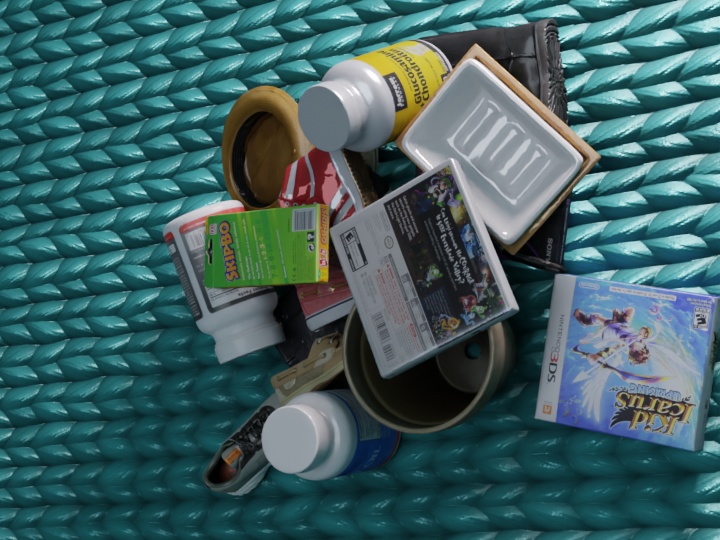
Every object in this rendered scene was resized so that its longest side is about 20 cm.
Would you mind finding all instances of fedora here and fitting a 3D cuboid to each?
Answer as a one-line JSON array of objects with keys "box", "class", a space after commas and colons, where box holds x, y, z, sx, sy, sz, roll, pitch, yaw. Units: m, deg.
[{"box": [-0.107, -0.153, 1.728, 0.201, 0.082, 0.201, 12, 107, 46], "class": "fedora"}]

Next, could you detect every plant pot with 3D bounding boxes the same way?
[{"box": [0.104, 0.097, 1.562, 0.200, 0.174, 0.200, -3, 85, 28], "class": "plant pot"}]

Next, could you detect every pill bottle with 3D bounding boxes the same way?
[{"box": [-0.039, 0.208, 1.623, 0.112, 0.200, 0.112, -1, 88, 29], "class": "pill bottle"}, {"box": [-0.179, 0.017, 1.709, 0.116, 0.116, 0.200, -22, 87, 26], "class": "pill bottle"}, {"box": [0.019, -0.209, 1.559, 0.112, 0.200, 0.112, 19, 121, 34], "class": "pill bottle"}]

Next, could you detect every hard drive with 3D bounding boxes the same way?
[{"box": [-0.030, 0.058, 1.717, 0.200, 0.038, 0.140, -43, 69, 21], "class": "hard drive"}]

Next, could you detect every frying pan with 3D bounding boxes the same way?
[{"box": [0.148, -0.037, 1.542, 0.190, 0.115, 0.031, 4, 69, 22], "class": "frying pan"}]

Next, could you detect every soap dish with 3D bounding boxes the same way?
[{"box": [0.163, -0.143, 1.505, 0.200, 0.081, 0.157, 45, 114, 11], "class": "soap dish"}]

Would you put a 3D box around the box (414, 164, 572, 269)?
[{"box": [0.162, -0.089, 1.586, 0.200, 0.036, 0.143, 12, 110, 21], "class": "box"}]

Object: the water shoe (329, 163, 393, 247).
[{"box": [-0.043, -0.078, 1.692, 0.200, 0.072, 0.079, -28, 107, 31], "class": "water shoe"}]

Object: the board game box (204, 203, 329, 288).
[{"box": [-0.120, -0.028, 1.593, 0.200, 0.030, 0.096, -3, 84, 38], "class": "board game box"}]

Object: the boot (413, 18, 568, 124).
[{"box": [0.155, -0.224, 1.610, 0.200, 0.066, 0.165, -2, 92, 30], "class": "boot"}]

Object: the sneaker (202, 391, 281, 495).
[{"box": [-0.140, 0.235, 1.748, 0.074, 0.079, 0.200, 47, 108, 24], "class": "sneaker"}]

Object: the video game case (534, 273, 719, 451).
[{"box": [0.317, 0.106, 1.520, 0.200, 0.045, 0.181, 9, 93, 29], "class": "video game case"}]

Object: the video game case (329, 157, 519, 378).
[{"box": [0.069, -0.002, 1.478, 0.182, 0.023, 0.200, -29, 67, 24], "class": "video game case"}]

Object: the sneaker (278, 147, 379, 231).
[{"box": [-0.031, -0.060, 1.597, 0.112, 0.071, 0.200, -24, 76, 23], "class": "sneaker"}]

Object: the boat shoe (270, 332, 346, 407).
[{"box": [-0.040, 0.114, 1.658, 0.200, 0.071, 0.065, -37, 73, 24], "class": "boat shoe"}]

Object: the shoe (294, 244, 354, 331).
[{"box": [0.000, 0.000, 1.636, 0.200, 0.071, 0.091, -26, 86, 25], "class": "shoe"}]

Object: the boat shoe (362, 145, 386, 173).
[{"box": [-0.001, -0.179, 1.699, 0.075, 0.062, 0.200, 12, 109, 24], "class": "boat shoe"}]
